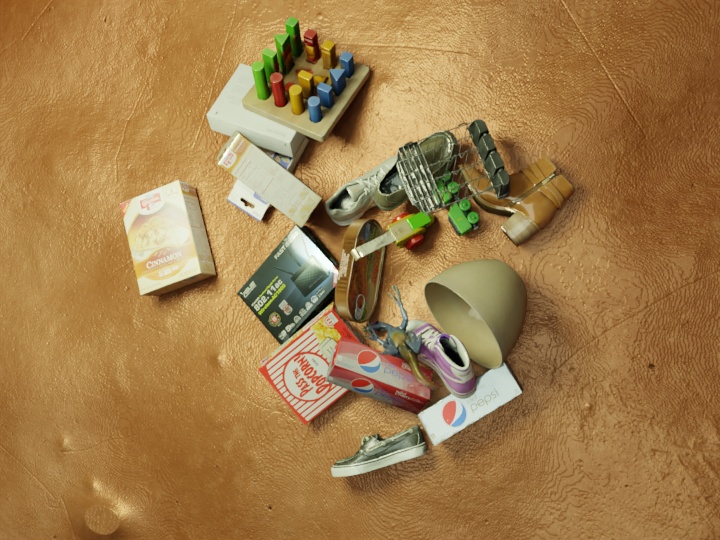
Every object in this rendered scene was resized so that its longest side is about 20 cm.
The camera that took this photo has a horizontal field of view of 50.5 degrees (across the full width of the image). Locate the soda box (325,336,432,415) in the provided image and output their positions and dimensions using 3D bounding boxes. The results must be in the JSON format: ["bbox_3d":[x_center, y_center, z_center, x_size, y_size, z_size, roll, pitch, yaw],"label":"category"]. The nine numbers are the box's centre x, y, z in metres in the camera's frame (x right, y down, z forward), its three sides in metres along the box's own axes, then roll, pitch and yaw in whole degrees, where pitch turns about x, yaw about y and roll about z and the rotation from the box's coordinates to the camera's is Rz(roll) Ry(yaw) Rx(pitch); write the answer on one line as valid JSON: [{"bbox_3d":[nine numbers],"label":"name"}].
[{"bbox_3d":[0.037,0.201,1.451,0.195,0.064,0.071,20,47,-8],"label":"soda box"}]

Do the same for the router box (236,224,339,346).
[{"bbox_3d":[-0.136,0.030,1.561,0.150,0.062,0.201,45,99,14],"label":"router box"}]

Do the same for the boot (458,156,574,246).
[{"bbox_3d":[0.293,-0.166,1.447,0.155,0.077,0.201,-42,70,5],"label":"boot"}]

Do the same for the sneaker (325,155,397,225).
[{"bbox_3d":[0.015,-0.160,1.514,0.198,0.092,0.077,-37,78,10],"label":"sneaker"}]

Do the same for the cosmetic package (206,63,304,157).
[{"bbox_3d":[-0.195,-0.332,1.572,0.195,0.052,0.153,20,61,15],"label":"cosmetic package"}]

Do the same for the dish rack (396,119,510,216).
[{"bbox_3d":[0.167,-0.185,1.395,0.195,0.055,0.157,-20,73,-8],"label":"dish rack"}]

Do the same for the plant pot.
[{"bbox_3d":[0.230,0.059,1.406,0.134,0.201,0.201,-39,76,-18],"label":"plant pot"}]

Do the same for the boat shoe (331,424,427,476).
[{"bbox_3d":[0.031,0.352,1.495,0.195,0.071,0.065,-18,83,6],"label":"boat shoe"}]

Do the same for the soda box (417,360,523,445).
[{"bbox_3d":[0.209,0.251,1.450,0.198,0.064,0.069,-34,78,11],"label":"soda box"}]

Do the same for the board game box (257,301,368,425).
[{"bbox_3d":[-0.083,0.186,1.518,0.199,0.046,0.152,-39,102,11],"label":"board game box"}]

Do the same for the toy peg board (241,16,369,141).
[{"bbox_3d":[-0.112,-0.392,1.516,0.195,0.099,0.202,25,65,16],"label":"toy peg board"}]

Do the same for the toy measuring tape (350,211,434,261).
[{"bbox_3d":[0.062,-0.060,1.485,0.197,0.074,0.075,-29,78,-21],"label":"toy measuring tape"}]

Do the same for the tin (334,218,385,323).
[{"bbox_3d":[0.000,0.000,1.496,0.041,0.111,0.206,5,82,36],"label":"tin"}]

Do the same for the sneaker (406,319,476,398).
[{"bbox_3d":[0.146,0.134,1.423,0.072,0.116,0.200,-34,49,-15],"label":"sneaker"}]

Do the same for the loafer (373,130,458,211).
[{"bbox_3d":[0.106,-0.192,1.452,0.200,0.070,0.075,-43,77,1],"label":"loafer"}]

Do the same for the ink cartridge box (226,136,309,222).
[{"bbox_3d":[-0.195,-0.213,1.607,0.093,0.037,0.203,30,93,14],"label":"ink cartridge box"}]

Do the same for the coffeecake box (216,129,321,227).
[{"bbox_3d":[-0.183,-0.183,1.498,0.198,0.154,0.074,37,93,-17],"label":"coffeecake box"}]

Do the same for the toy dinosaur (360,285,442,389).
[{"bbox_3d":[0.060,0.141,1.445,0.103,0.182,0.205,-22,87,-5],"label":"toy dinosaur"}]

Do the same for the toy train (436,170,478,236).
[{"bbox_3d":[0.163,-0.158,1.494,0.056,0.042,0.203,-32,79,-3],"label":"toy train"}]

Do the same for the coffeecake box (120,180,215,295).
[{"bbox_3d":[-0.412,-0.067,1.632,0.150,0.073,0.205,-18,81,15],"label":"coffeecake box"}]
